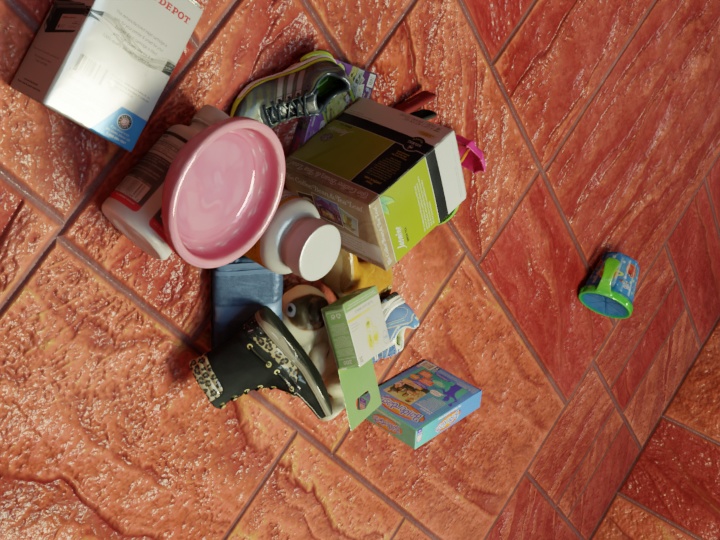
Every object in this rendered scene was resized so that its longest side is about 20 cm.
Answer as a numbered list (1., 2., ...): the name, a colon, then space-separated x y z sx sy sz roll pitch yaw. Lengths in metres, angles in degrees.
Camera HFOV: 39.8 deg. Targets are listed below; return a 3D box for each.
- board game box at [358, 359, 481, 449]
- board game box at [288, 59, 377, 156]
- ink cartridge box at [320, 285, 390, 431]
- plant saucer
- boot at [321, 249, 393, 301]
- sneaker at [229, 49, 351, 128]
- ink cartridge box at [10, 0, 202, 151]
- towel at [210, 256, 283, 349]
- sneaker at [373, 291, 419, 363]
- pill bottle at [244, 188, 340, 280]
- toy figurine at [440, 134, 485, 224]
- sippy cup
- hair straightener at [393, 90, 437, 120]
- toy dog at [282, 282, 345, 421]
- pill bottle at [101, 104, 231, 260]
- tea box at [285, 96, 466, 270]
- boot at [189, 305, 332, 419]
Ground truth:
1. board game box: 0.116 0.256 1.936 0.199 0.151 0.045 -23 128 -40
2. board game box: -0.048 -0.228 1.566 0.120 0.032 0.202 5 106 -54
3. ink cartridge box: 0.005 0.138 1.607 0.145 0.048 0.202 -27 103 -65
4. plant saucer: -0.181 -0.104 1.273 0.200 0.051 0.202 -36 140 -37
5. boot: 0.001 0.001 1.730 0.144 0.070 0.203 -36 140 -40
6. sneaker: -0.101 -0.248 1.434 0.199 0.081 0.074 -37 134 -15
7. ink cartridge box: -0.300 -0.268 1.192 0.144 0.084 0.201 29 88 -53
8. towel: -0.175 0.063 1.530 0.110 0.049 0.202 -2 114 -11
9. sneaker: 0.029 0.136 1.788 0.201 0.077 0.076 -55 168 24
10. pill bottle: -0.127 -0.063 1.416 0.112 0.199 0.114 -32 136 -38
11. toy figurine: 0.146 -0.161 1.774 0.184 0.150 0.201 -33 156 -48
12. sippy cup: 0.620 0.030 2.441 0.139 0.178 0.131 29 72 -9
13. hair straightener: 0.057 -0.231 1.678 0.199 0.041 0.078 -36 135 -32
14. toy dog: -0.071 0.116 1.636 0.193 0.139 0.201 -35 126 -9
15. pill bottle: -0.241 -0.122 1.326 0.201 0.110 0.111 -52 141 -15
16. tea box: 0.020 -0.137 1.513 0.196 0.199 0.134 -41 136 -25
17. boot: -0.149 0.171 1.518 0.153 0.074 0.204 -32 110 5
